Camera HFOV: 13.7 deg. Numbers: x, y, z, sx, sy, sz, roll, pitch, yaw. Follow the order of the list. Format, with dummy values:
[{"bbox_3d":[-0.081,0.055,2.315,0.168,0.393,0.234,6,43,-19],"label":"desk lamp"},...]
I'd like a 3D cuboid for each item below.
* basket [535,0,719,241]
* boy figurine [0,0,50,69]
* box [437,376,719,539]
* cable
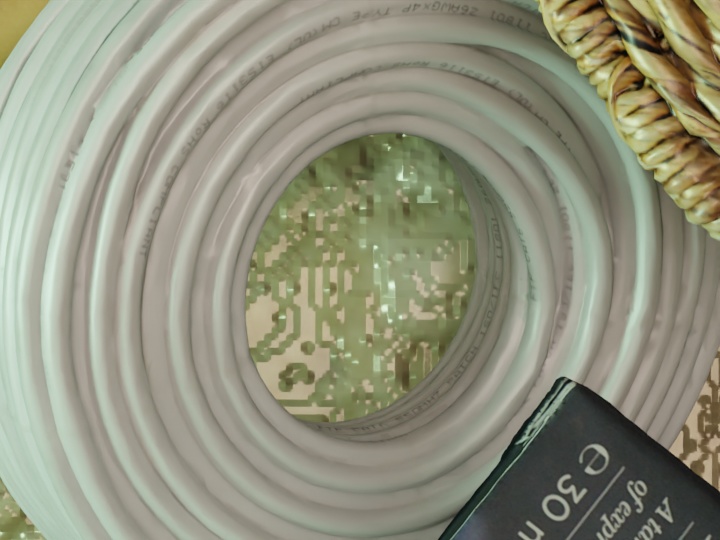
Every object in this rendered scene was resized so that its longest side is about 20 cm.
[{"bbox_3d":[0.083,-0.096,0.702,0.142,0.200,0.149,25,104,19],"label":"basket"},{"bbox_3d":[-0.102,-0.076,0.768,0.199,0.064,0.125,-14,88,-5],"label":"boy figurine"},{"bbox_3d":[0.070,0.150,0.652,0.200,0.107,0.149,38,74,4],"label":"box"},{"bbox_3d":[0.000,0.000,0.736,0.199,0.069,0.201,-9,108,-24],"label":"cable"}]
